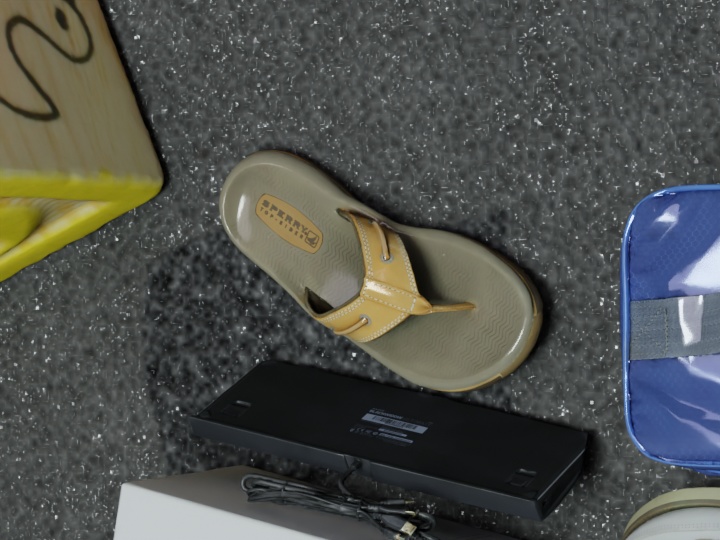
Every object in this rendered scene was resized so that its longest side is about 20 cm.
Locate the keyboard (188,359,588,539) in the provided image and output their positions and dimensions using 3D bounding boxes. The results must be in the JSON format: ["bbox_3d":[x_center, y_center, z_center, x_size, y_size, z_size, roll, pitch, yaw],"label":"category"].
[{"bbox_3d":[0.005,0.094,1.299,0.199,0.127,0.021,11,119,29],"label":"keyboard"}]

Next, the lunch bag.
[{"bbox_3d":[0.219,0.027,1.173,0.199,0.132,0.137,-4,88,29],"label":"lunch bag"}]

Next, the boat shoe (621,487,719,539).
[{"bbox_3d":[0.180,0.142,1.187,0.200,0.075,0.069,-19,45,55],"label":"boat shoe"}]

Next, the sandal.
[{"bbox_3d":[0.000,0.000,1.336,0.200,0.054,0.081,31,104,25],"label":"sandal"}]

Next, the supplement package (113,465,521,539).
[{"bbox_3d":[-0.016,0.179,1.306,0.199,0.120,0.122,13,98,28],"label":"supplement package"}]

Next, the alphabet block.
[{"bbox_3d":[-0.255,-0.096,1.399,0.196,0.195,0.201,-28,78,27],"label":"alphabet block"}]
